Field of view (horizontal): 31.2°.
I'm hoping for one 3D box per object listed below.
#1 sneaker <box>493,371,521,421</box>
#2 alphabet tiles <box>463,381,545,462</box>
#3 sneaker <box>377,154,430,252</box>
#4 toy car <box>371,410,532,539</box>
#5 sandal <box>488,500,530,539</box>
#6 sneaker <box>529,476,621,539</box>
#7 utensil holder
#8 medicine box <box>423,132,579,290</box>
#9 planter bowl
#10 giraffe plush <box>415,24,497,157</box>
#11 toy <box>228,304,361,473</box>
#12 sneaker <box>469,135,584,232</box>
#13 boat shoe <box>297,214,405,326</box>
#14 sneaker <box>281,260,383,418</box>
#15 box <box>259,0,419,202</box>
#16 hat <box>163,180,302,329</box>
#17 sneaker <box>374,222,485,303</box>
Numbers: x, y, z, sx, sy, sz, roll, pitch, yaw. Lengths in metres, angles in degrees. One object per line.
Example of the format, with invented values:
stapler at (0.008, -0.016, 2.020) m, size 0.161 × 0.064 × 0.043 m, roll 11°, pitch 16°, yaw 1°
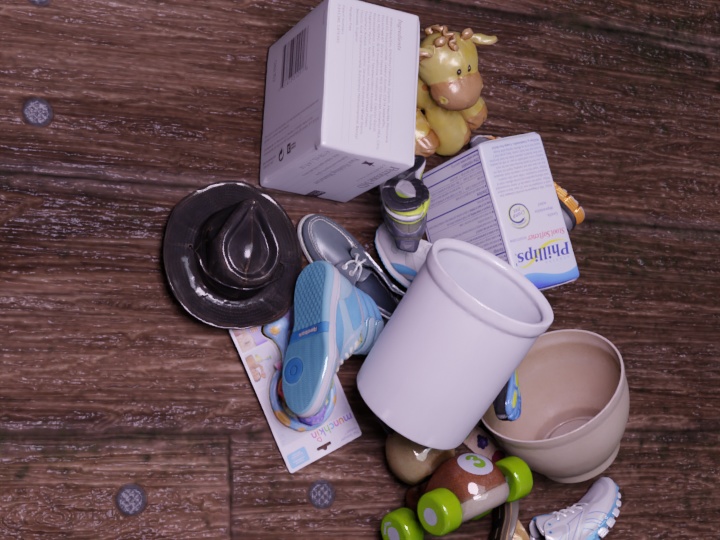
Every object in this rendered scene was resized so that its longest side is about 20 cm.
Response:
sneaker at (0.155, 0.132, 1.684) m, size 0.082 × 0.200 × 0.071 m, roll -18°, pitch 128°, yaw -8°
alphabet tiles at (0.182, 0.152, 1.779) m, size 0.167 × 0.008 × 0.200 m, roll 42°, pitch 63°, yaw -14°
sneaker at (0.051, -0.094, 1.690) m, size 0.073 × 0.200 × 0.081 m, roll 1°, pitch 119°, yaw 0°
toy car at (0.091, 0.231, 1.644) m, size 0.164 × 0.158 × 0.201 m, roll -15°, pitch 74°, yaw -41°
sandal at (0.199, 0.356, 1.700) m, size 0.054 × 0.080 × 0.201 m, roll 15°, pitch 68°, yaw -7°
sneaker at (0.279, 0.348, 1.752) m, size 0.087 × 0.075 × 0.200 m, roll 43°, pitch 63°, yaw -7°
utensil holder at (0.110, 0.091, 1.560) m, size 0.169 × 0.170 × 0.201 m, roll 22°, pitch 113°, yaw -22°
medicine box at (0.176, -0.058, 1.719) m, size 0.102 × 0.182 × 0.201 m, roll -14°, pitch 86°, yaw -28°
planter bowl at (0.271, 0.195, 1.718) m, size 0.200 × 0.200 × 0.135 m, roll -49°, pitch 129°, yaw -27°
giraffe plush at (0.108, -0.262, 1.738) m, size 0.200 × 0.162 × 0.173 m, roll 47°, pitch 63°, yaw -12°
toy at (-0.074, 0.138, 1.624) m, size 0.115 × 0.047 × 0.201 m, roll -25°, pitch 91°, yaw -28°
sneaker at (0.226, -0.114, 1.822) m, size 0.200 × 0.078 × 0.077 m, roll 41°, pitch 82°, yaw -7°
boat shoe at (0.000, 0.000, 1.684) m, size 0.200 × 0.062 × 0.073 m, roll 49°, pitch 62°, yaw -10°
sneaker at (-0.024, 0.099, 1.599) m, size 0.130 × 0.079 × 0.201 m, roll 30°, pitch 59°, yaw -42°
box at (-0.028, -0.212, 1.636) m, size 0.130 × 0.199 × 0.201 m, roll 9°, pitch 75°, yaw -25°
hat at (-0.147, -0.032, 1.583) m, size 0.199 × 0.081 × 0.202 m, roll 8°, pitch 65°, yaw -19°
sneaker at (0.100, -0.002, 1.693) m, size 0.076 × 0.081 × 0.200 m, roll -16°, pitch 56°, yaw -49°
